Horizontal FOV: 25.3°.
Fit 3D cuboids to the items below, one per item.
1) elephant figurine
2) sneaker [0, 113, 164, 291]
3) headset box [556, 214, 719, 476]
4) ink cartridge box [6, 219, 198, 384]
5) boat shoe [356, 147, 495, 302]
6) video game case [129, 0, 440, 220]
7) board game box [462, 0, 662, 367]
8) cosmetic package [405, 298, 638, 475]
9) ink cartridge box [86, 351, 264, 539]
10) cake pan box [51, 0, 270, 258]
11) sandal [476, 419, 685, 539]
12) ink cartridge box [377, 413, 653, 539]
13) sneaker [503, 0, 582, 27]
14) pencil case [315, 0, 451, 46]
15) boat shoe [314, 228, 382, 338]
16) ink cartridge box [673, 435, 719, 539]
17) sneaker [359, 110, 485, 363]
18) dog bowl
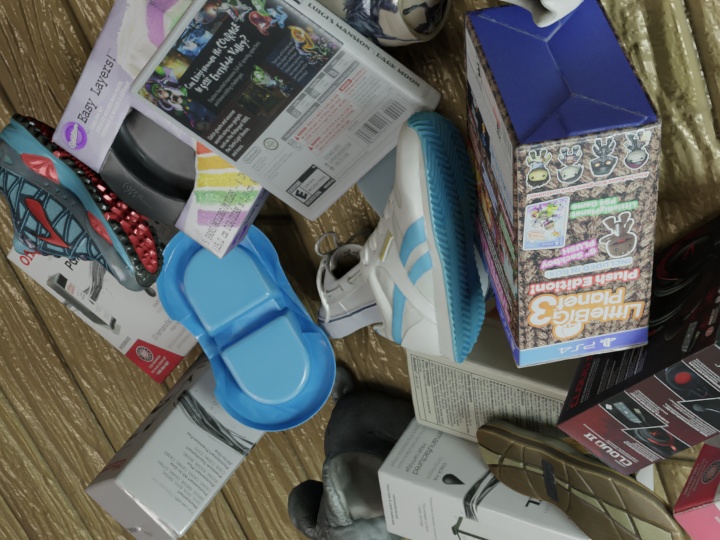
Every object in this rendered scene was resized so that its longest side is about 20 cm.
[{"bbox_3d":[0.001,0.215,1.486,0.155,0.200,0.142,13,136,28],"label":"elephant figurine"},{"bbox_3d":[-0.250,-0.040,1.374,0.200,0.079,0.096,45,103,22],"label":"sneaker"},{"bbox_3d":[0.236,0.053,1.176,0.075,0.149,0.200,36,144,-13],"label":"headset box"},{"bbox_3d":[-0.224,-0.005,1.535,0.200,0.083,0.147,40,143,-3],"label":"ink cartridge box"},{"bbox_3d":[0.053,-0.060,1.279,0.071,0.091,0.201,-26,84,23],"label":"boat shoe"},{"bbox_3d":[-0.061,-0.133,1.197,0.182,0.023,0.200,35,146,-12],"label":"video game case"},{"bbox_3d":[0.136,-0.063,1.115,0.096,0.160,0.200,-10,134,-4],"label":"board game box"},{"bbox_3d":[0.147,0.096,1.343,0.199,0.087,0.104,17,137,26],"label":"cosmetic package"},{"bbox_3d":[-0.155,0.154,1.511,0.084,0.200,0.146,43,157,-7],"label":"ink cartridge box"},{"bbox_3d":[-0.141,-0.134,1.320,0.184,0.052,0.200,37,121,5],"label":"cake pan box"},{"bbox_3d":[0.179,0.164,1.279,0.200,0.054,0.081,25,138,40],"label":"sandal"},{"bbox_3d":[0.138,0.181,1.389,0.199,0.146,0.085,14,135,26],"label":"ink cartridge box"},{"bbox_3d":[0.072,-0.233,1.072,0.200,0.087,0.075,28,142,13],"label":"sneaker"},{"bbox_3d":[-0.026,-0.206,1.176,0.199,0.090,0.078,4,135,32],"label":"pencil case"},{"bbox_3d":[-0.004,0.002,1.363,0.086,0.074,0.202,59,162,-3],"label":"boat shoe"},{"bbox_3d":[0.346,0.133,1.176,0.083,0.147,0.200,46,141,-13],"label":"ink cartridge box"},{"bbox_3d":[0.039,-0.023,1.167,0.081,0.077,0.201,11,125,25],"label":"sneaker"},{"bbox_3d":[-0.099,0.047,1.425,0.200,0.111,0.050,59,-178,2],"label":"dog bowl"}]
